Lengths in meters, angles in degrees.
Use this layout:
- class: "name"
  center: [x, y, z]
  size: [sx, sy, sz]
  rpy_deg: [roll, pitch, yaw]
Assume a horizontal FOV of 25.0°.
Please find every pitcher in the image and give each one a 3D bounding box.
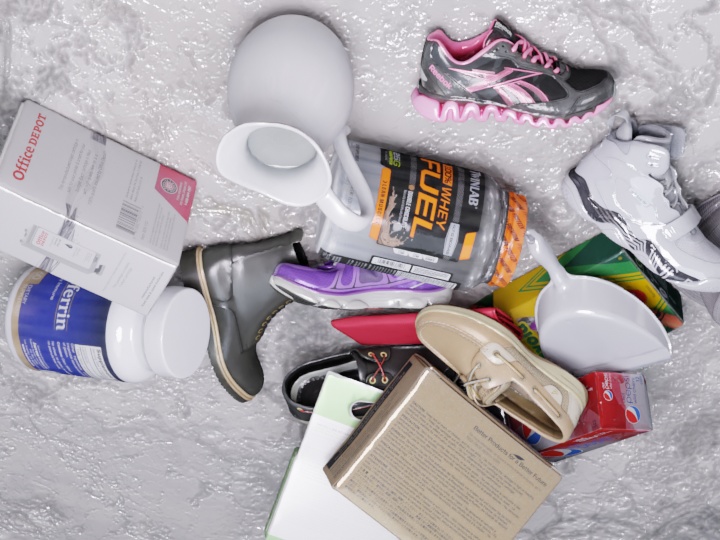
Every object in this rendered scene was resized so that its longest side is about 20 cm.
- class: "pitcher"
  center: [-0.050, -0.137, 1.522]
  size: [0.171, 0.201, 0.121]
  rpy_deg: [38, 122, -26]

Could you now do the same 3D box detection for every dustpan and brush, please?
- class: "dustpan and brush"
  center: [0.221, 0.032, 1.678]
  size: [0.139, 0.058, 0.200]
  rpy_deg: [-17, 136, 34]

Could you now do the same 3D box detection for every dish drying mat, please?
- class: "dish drying mat"
  center: [0.071, 0.060, 1.747]
  size: [0.198, 0.018, 0.077]
  rpy_deg: [-3, 159, 31]

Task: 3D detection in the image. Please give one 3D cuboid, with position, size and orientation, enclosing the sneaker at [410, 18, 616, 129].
- class: "sneaker"
  center: [0.148, -0.192, 1.553]
  size: [0.198, 0.079, 0.096]
  rpy_deg: [1, 118, 1]

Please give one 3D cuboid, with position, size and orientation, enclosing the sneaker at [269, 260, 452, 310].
- class: "sneaker"
  center: [0.000, 0.000, 1.709]
  size: [0.198, 0.081, 0.084]
  rpy_deg: [-1, 91, -18]

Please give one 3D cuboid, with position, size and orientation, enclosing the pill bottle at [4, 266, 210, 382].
- class: "pill bottle"
  center: [-0.267, 0.058, 1.719]
  size: [0.198, 0.116, 0.116]
  rpy_deg: [5, 133, 25]

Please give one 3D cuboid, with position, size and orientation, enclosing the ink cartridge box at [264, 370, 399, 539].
- class: "ink cartridge box"
  center: [-0.006, 0.223, 1.781]
  size: [0.144, 0.048, 0.202]
  rpy_deg: [20, 95, -5]

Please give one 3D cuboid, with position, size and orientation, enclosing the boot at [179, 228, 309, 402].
- class: "boot"
  center: [-0.102, 0.052, 1.768]
  size: [0.137, 0.078, 0.201]
  rpy_deg: [-13, 129, 8]

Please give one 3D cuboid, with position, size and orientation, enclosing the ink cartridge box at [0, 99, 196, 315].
- class: "ink cartridge box"
  center: [-0.277, -0.064, 1.632]
  size: [0.199, 0.147, 0.083]
  rpy_deg: [25, 127, -15]

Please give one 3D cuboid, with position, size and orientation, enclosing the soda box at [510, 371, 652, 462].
- class: "soda box"
  center: [0.233, 0.163, 1.774]
  size: [0.069, 0.064, 0.200]
  rpy_deg: [4, 162, -25]

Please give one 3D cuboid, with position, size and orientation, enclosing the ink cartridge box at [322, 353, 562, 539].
- class: "ink cartridge box"
  center: [0.087, 0.215, 1.726]
  size: [0.200, 0.075, 0.165]
  rpy_deg: [40, 91, -15]

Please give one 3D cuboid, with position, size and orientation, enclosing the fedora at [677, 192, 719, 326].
- class: "fedora"
  center: [0.414, -0.001, 1.673]
  size: [0.199, 0.091, 0.177]
  rpy_deg: [-36, 119, 28]

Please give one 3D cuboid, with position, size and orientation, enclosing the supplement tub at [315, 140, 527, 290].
- class: "supplement tub"
  center: [0.061, -0.051, 1.636]
  size: [0.198, 0.123, 0.123]
  rpy_deg: [12, 130, -7]

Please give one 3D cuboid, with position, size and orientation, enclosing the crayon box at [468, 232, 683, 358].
- class: "crayon box"
  center: [0.232, 0.048, 1.753]
  size: [0.199, 0.051, 0.127]
  rpy_deg: [-30, 122, 26]

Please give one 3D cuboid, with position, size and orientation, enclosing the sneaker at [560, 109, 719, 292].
- class: "sneaker"
  center: [0.303, -0.069, 1.604]
  size: [0.199, 0.075, 0.115]
  rpy_deg: [36, 125, 11]

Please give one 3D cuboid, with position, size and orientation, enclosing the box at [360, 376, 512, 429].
- class: "box"
  center: [0.071, 0.175, 1.825]
  size: [0.198, 0.036, 0.145]
  rpy_deg: [-11, 85, 11]

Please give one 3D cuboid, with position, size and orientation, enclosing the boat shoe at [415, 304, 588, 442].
- class: "boat shoe"
  center: [0.140, 0.105, 1.673]
  size: [0.199, 0.065, 0.071]
  rpy_deg: [29, 142, 3]

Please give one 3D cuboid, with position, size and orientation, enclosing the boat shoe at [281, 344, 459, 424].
- class: "boat shoe"
  center: [0.012, 0.122, 1.791]
  size: [0.199, 0.074, 0.063]
  rpy_deg: [-13, 154, 9]
